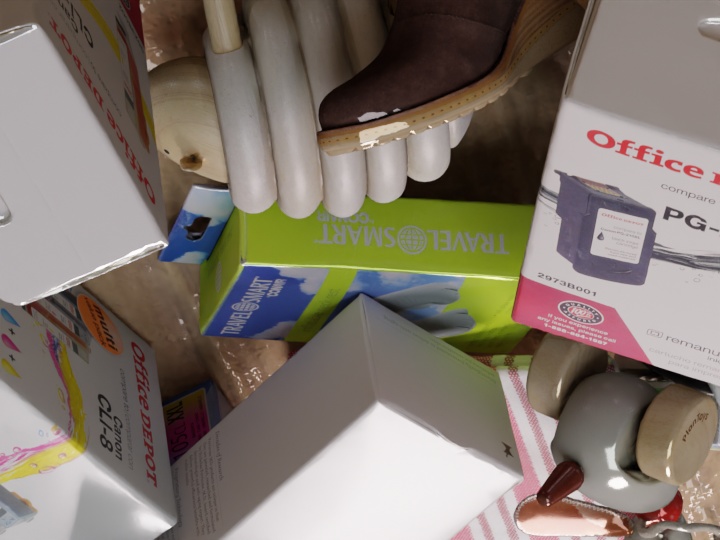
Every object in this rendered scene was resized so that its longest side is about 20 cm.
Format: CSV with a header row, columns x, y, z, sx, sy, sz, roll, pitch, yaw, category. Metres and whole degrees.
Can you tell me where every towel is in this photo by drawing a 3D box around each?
x,y,z,sx,sy,sz,roll,pitch,yaw,category
0.068,0.098,1.638,0.199,0.030,0.147,0,134,25,towel

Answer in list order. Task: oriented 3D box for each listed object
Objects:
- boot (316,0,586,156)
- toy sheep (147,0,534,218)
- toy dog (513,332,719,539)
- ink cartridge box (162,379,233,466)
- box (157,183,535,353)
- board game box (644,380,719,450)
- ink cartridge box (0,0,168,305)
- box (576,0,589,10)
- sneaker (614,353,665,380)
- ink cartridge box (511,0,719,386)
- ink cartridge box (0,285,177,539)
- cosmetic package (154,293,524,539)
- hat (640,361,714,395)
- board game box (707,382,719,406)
x,y,z,sx,sy,sz,roll,pitch,yaw,category
0.031,-0.161,1.372,0.199,0.072,0.167,-32,101,-23,boot
-0.013,-0.092,1.453,0.199,0.138,0.138,-9,130,-1,toy sheep
0.133,0.125,1.529,0.096,0.132,0.200,-47,124,-24,toy dog
-0.137,0.166,1.680,0.199,0.077,0.137,-24,129,12,ink cartridge box
0.000,0.000,1.551,0.199,0.048,0.122,3,160,-13,box
0.247,0.086,1.631,0.199,0.134,0.034,7,86,-26,board game box
-0.159,-0.105,1.368,0.083,0.201,0.145,-21,130,9,ink cartridge box
0.220,-0.100,1.370,0.163,0.021,0.200,-20,132,36,box
0.237,0.022,1.628,0.199,0.080,0.078,-3,169,22,sneaker
0.158,-0.037,1.380,0.144,0.085,0.200,17,149,6,ink cartridge box
-0.214,0.070,1.540,0.144,0.146,0.200,-33,128,17,ink cartridge box
-0.022,0.119,1.550,0.107,0.085,0.200,31,120,-32,cosmetic package
0.200,-0.023,1.564,0.199,0.202,0.081,-1,170,-9,hat
0.292,0.052,1.515,0.200,0.064,0.148,-40,126,-10,board game box
